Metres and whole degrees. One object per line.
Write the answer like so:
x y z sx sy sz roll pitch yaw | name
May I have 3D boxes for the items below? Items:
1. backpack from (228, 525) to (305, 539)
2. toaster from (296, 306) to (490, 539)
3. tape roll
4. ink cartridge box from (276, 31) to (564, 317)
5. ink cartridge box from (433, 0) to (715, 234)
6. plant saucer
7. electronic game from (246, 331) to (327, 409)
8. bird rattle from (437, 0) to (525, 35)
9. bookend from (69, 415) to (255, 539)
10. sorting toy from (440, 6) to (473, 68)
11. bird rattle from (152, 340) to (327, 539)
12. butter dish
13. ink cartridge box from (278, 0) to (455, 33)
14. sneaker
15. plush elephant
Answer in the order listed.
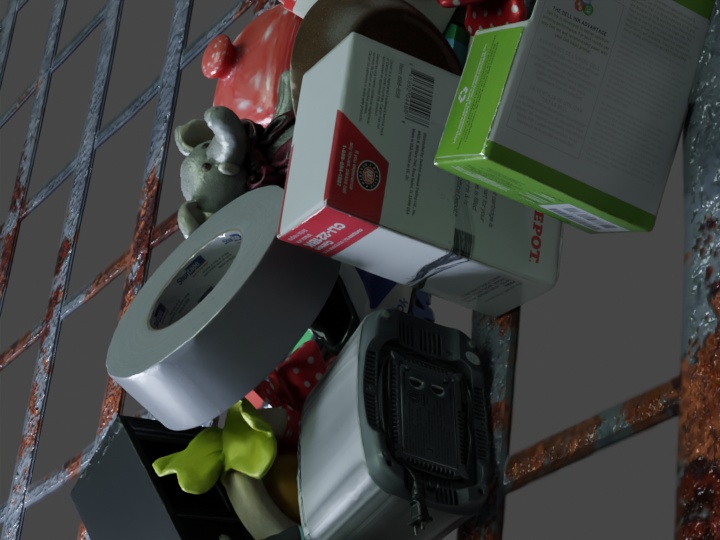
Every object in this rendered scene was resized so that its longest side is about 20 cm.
-0.041 0.298 1.326 0.201 0.152 0.176 84 177 -47 | backpack
0.023 0.138 1.387 0.129 0.113 0.201 -49 32 42 | toaster
-0.109 0.028 1.455 0.200 0.066 0.201 -39 21 18 | tape roll
0.051 -0.068 1.384 0.084 0.199 0.145 -32 44 56 | ink cartridge box
0.156 -0.143 1.295 0.076 0.147 0.201 -1 69 63 | ink cartridge box
0.029 -0.136 1.483 0.037 0.200 0.202 -17 55 45 | plant saucer
-0.074 0.042 1.720 0.200 0.041 0.201 -42 37 42 | electronic game
0.139 -0.282 1.511 0.163 0.112 0.201 -82 15 -54 | bird rattle
-0.105 0.228 1.510 0.092 0.198 0.200 -56 44 23 | bookend
0.062 -0.221 1.659 0.200 0.036 0.186 -22 52 56 | sorting toy
-0.067 0.158 1.493 0.112 0.200 0.164 -31 81 25 | bird rattle
-0.084 -0.182 1.785 0.200 0.147 0.201 -22 52 56 | butter dish
0.006 -0.261 1.660 0.200 0.067 0.117 37 101 53 | ink cartridge box
0.000 0.001 1.524 0.081 0.115 0.200 -44 35 39 | sneaker
-0.085 -0.095 1.584 0.201 0.154 0.165 110 151 -44 | plush elephant
